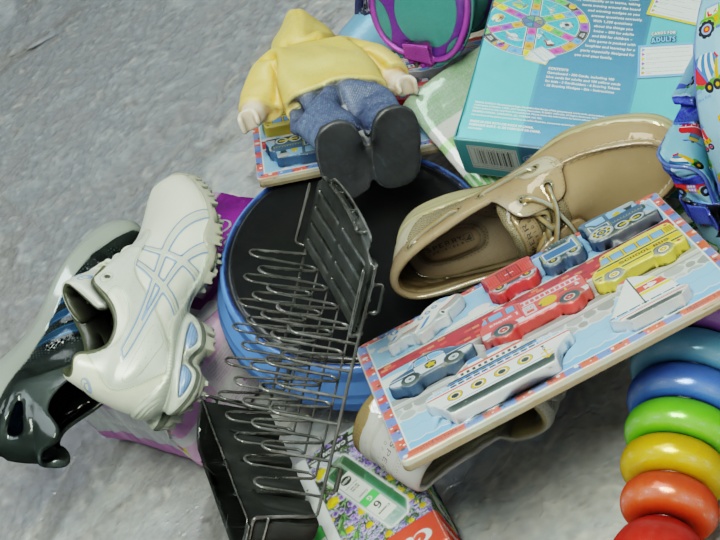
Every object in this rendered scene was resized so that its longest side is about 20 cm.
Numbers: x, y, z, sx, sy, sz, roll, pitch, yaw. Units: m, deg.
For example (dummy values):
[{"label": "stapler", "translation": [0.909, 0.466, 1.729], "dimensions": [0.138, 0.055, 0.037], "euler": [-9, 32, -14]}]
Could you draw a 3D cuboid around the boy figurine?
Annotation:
[{"label": "boy figurine", "translation": [-0.028, -0.119, 1.199], "dimensions": [0.123, 0.065, 0.200], "euler": [-17, 31, -12]}]

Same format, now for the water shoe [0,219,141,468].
[{"label": "water shoe", "translation": [-0.184, 0.054, 1.208], "dimensions": [0.078, 0.072, 0.201], "euler": [18, 57, 20]}]

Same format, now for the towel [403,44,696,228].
[{"label": "towel", "translation": [0.143, -0.089, 1.162], "dimensions": [0.152, 0.023, 0.200], "euler": [-36, 62, -5]}]

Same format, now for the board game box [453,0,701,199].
[{"label": "board game box", "translation": [0.159, -0.151, 1.150], "dimensions": [0.150, 0.047, 0.201], "euler": [9, 66, 18]}]

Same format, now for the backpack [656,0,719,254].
[{"label": "backpack", "translation": [0.250, -0.103, 1.011], "dimensions": [0.134, 0.200, 0.183], "euler": [-1, 49, 40]}]

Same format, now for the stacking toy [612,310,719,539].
[{"label": "stacking toy", "translation": [0.174, 0.097, 0.962], "dimensions": [0.085, 0.085, 0.201], "euler": [-7, 51, 35]}]

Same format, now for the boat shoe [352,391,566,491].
[{"label": "boat shoe", "translation": [0.091, 0.071, 1.052], "dimensions": [0.199, 0.071, 0.069], "euler": [-31, 54, -23]}]

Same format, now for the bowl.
[{"label": "bowl", "translation": [0.000, 0.000, 1.180], "dimensions": [0.199, 0.040, 0.202], "euler": [-4, 50, 5]}]

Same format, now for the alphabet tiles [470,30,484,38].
[{"label": "alphabet tiles", "translation": [0.076, -0.180, 1.413], "dimensions": [0.196, 0.015, 0.200], "euler": [-48, 37, -15]}]

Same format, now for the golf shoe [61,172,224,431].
[{"label": "golf shoe", "translation": [-0.146, 0.005, 1.167], "dimensions": [0.078, 0.097, 0.201], "euler": [-50, 30, 41]}]

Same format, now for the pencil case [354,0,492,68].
[{"label": "pencil case", "translation": [0.075, -0.205, 1.261], "dimensions": [0.085, 0.093, 0.200], "euler": [22, 26, 17]}]

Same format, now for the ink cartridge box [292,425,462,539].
[{"label": "ink cartridge box", "translation": [0.007, 0.176, 1.024], "dimensions": [0.109, 0.050, 0.200], "euler": [-34, 33, 3]}]

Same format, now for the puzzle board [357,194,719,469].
[{"label": "puzzle board", "translation": [0.097, 0.026, 0.971], "dimensions": [0.199, 0.017, 0.151], "euler": [-28, 21, 1]}]

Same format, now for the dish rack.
[{"label": "dish rack", "translation": [-0.042, 0.049, 1.036], "dimensions": [0.154, 0.054, 0.201], "euler": [-125, 46, -62]}]

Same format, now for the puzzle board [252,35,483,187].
[{"label": "puzzle board", "translation": [0.019, -0.121, 1.261], "dimensions": [0.198, 0.017, 0.151], "euler": [-11, 33, 0]}]

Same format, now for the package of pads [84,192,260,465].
[{"label": "package of pads", "translation": [-0.109, 0.039, 1.265], "dimensions": [0.120, 0.076, 0.200], "euler": [10, 56, 43]}]

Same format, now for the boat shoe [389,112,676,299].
[{"label": "boat shoe", "translation": [0.109, -0.031, 1.079], "dimensions": [0.199, 0.071, 0.065], "euler": [-25, 19, 24]}]

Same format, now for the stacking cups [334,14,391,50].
[{"label": "stacking cups", "translation": [0.011, -0.183, 1.415], "dimensions": [0.060, 0.061, 0.200], "euler": [20, 67, 50]}]
